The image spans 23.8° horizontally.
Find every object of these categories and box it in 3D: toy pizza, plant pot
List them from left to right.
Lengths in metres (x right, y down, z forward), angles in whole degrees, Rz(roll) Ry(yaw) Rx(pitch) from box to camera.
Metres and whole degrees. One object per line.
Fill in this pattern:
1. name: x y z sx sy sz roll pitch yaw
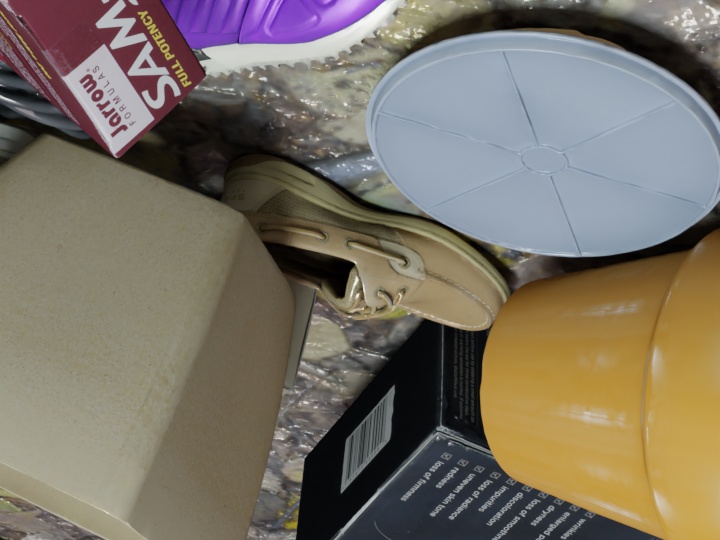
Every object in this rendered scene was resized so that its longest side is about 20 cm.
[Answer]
1. plant pot: -0.144 0.043 0.954 0.199 0.178 0.200 21 165 20
2. toy pizza: 0.102 -0.072 0.929 0.199 0.032 0.201 10 150 6
3. plant pot: 0.178 0.071 0.993 0.182 0.201 0.200 3 150 39

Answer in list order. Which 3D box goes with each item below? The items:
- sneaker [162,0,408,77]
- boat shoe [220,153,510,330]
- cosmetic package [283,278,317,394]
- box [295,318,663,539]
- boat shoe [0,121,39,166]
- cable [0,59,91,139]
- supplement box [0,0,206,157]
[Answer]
1. sneaker: -0.062 -0.151 0.824 0.199 0.070 0.100 -11 140 33
2. boat shoe: 0.000 0.000 1.049 0.199 0.065 0.071 23 147 -17
3. cosmetic package: -0.134 0.048 1.154 0.103 0.088 0.199 35 144 -30
4. box: 0.086 0.155 1.171 0.196 0.124 0.200 25 130 -18
5. boat shoe: -0.276 -0.059 0.973 0.201 0.065 0.074 8 167 -34
6. cable: -0.231 -0.116 0.931 0.199 0.051 0.163 13 180 32
7. supplement box: -0.165 -0.145 0.777 0.200 0.061 0.109 39 168 37
